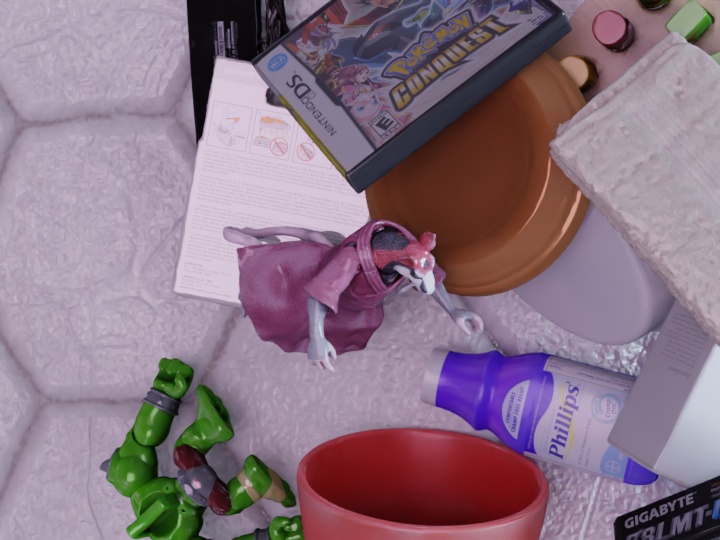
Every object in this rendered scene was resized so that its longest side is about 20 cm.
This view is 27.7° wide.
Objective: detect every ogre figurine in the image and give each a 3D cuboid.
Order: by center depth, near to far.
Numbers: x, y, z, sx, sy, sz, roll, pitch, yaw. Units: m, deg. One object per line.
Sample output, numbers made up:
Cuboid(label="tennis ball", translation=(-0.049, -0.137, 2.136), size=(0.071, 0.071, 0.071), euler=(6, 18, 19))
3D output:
Cuboid(label="ogre figurine", translation=(-0.141, 0.183, 1.240), size=(0.120, 0.098, 0.200), euler=(-39, 95, 4))

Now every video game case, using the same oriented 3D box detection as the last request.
Cuboid(label="video game case", translation=(0.033, -0.171, 1.115), size=(0.200, 0.026, 0.181), euler=(-37, 45, -1))

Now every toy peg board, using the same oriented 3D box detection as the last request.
Cuboid(label="toy peg board", translation=(0.223, -0.123, 1.109), size=(0.200, 0.098, 0.199), euler=(44, 104, 8))

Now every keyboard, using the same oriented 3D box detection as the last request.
Cuboid(label="keyboard", translation=(-0.096, -0.193, 1.229), size=(0.104, 0.040, 0.201), euler=(5, 103, 33))

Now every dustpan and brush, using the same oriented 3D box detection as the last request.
Cuboid(label="dustpan and brush", translation=(0.216, 0.028, 1.134), size=(0.200, 0.057, 0.140), euler=(48, 141, 6))

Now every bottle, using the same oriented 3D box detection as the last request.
Cuboid(label="bottle", translation=(0.148, 0.109, 1.167), size=(0.199, 0.065, 0.084), euler=(15, 100, 14))

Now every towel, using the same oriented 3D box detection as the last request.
Cuboid(label="towel", translation=(0.239, -0.058, 1.027), size=(0.132, 0.034, 0.200), euler=(-39, 80, 1))

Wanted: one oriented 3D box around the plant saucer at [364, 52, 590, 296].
Cuboid(label="plant saucer", translation=(0.082, -0.081, 1.110), size=(0.199, 0.037, 0.202), euler=(-3, 85, 34))

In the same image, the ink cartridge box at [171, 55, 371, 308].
Cuboid(label="ink cartridge box", translation=(-0.060, -0.063, 1.212), size=(0.160, 0.050, 0.201), euler=(11, 92, 5))

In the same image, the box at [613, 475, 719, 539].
Cuboid(label="box", translation=(0.321, 0.212, 1.059), size=(0.200, 0.050, 0.198), euler=(-31, 126, 31))

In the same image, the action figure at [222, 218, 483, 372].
Cuboid(label="action figure", translation=(0.000, 0.000, 1.104), size=(0.200, 0.133, 0.150), euler=(-34, 68, 52))

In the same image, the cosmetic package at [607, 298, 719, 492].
Cuboid(label="cosmetic package", translation=(0.277, 0.067, 1.083), size=(0.101, 0.074, 0.201), euler=(28, 91, -24))

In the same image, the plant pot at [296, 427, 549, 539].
Cuboid(label="plant pot", translation=(0.045, 0.242, 1.155), size=(0.199, 0.200, 0.179), euler=(6, 107, 15))
